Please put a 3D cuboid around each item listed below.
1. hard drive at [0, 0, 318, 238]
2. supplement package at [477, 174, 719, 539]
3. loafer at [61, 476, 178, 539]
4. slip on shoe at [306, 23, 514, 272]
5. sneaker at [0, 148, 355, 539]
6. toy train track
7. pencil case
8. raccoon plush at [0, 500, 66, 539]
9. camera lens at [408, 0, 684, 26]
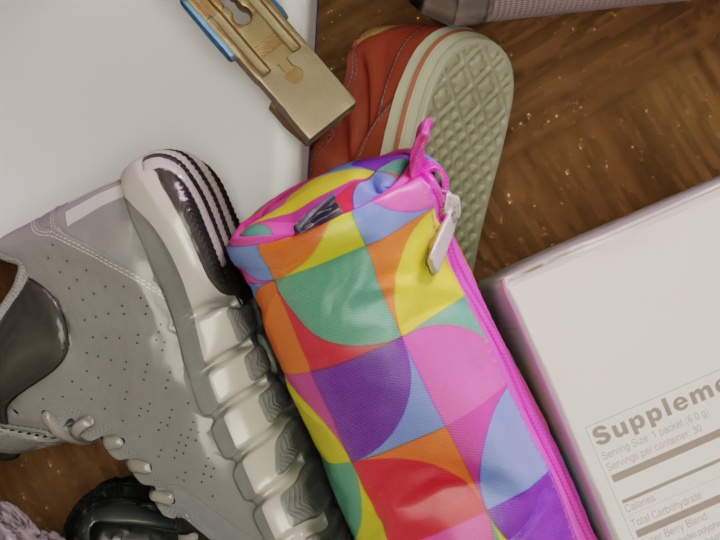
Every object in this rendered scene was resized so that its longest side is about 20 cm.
[{"bbox_3d":[-0.082,-0.103,1.066,0.132,0.025,0.200,2,83,10],"label":"hard drive"},{"bbox_3d":[0.137,0.072,1.049,0.120,0.121,0.200,-23,90,-3],"label":"supplement package"},{"bbox_3d":[-0.024,0.144,1.064,0.200,0.070,0.068,31,88,-2],"label":"loafer"},{"bbox_3d":[0.000,0.000,1.077,0.074,0.061,0.200,8,101,-47],"label":"slip on shoe"},{"bbox_3d":[-0.075,0.066,1.020,0.115,0.075,0.200,-21,89,14],"label":"sneaker"},{"bbox_3d":[-0.076,-0.125,1.039,0.115,0.033,0.200,-40,84,-13],"label":"toy train track"},{"bbox_3d":[0.024,0.053,0.996,0.088,0.088,0.200,-24,102,-3],"label":"pencil case"},{"bbox_3d":[-0.126,0.176,0.981,0.200,0.097,0.134,40,107,-6],"label":"raccoon plush"},{"bbox_3d":[0.099,-0.176,1.032,0.200,0.160,0.160,-6,89,-3],"label":"camera lens"}]
